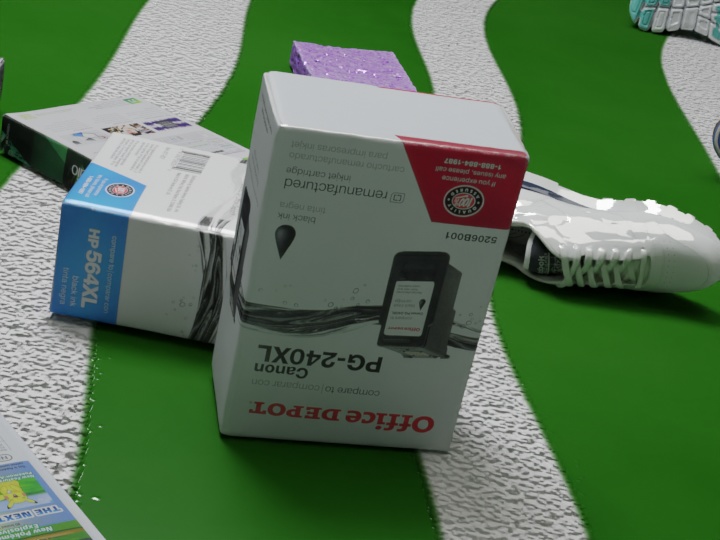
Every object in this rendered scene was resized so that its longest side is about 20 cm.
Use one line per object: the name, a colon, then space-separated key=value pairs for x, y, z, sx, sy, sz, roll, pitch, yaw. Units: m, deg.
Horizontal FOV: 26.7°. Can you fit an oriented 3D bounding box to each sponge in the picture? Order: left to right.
sponge: x=-0.003 y=-0.183 z=1.512 sx=0.111 sy=0.030 sz=0.200 roll=6 pitch=24 yaw=-14

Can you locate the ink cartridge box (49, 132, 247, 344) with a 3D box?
ink cartridge box: x=-0.090 y=-0.016 z=1.015 sx=0.199 sy=0.085 sz=0.146 roll=12 pitch=22 yaw=0

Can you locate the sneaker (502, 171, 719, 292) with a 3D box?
sneaker: x=0.181 y=-0.014 z=1.175 sx=0.199 sy=0.077 sz=0.081 roll=12 pitch=34 yaw=14

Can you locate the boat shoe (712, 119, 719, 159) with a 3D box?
boat shoe: x=0.433 y=-0.117 z=1.528 sx=0.199 sy=0.073 sz=0.072 roll=15 pitch=16 yaw=-18

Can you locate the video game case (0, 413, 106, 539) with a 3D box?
video game case: x=-0.238 y=0.119 z=0.718 sx=0.199 sy=0.022 sz=0.182 roll=-6 pitch=28 yaw=-37

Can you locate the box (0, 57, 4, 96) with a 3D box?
box: x=-0.400 y=-0.145 z=1.215 sx=0.199 sy=0.049 sz=0.159 roll=10 pitch=24 yaw=-3

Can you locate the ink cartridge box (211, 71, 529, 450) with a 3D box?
ink cartridge box: x=0.000 y=0.000 z=0.879 sx=0.144 sy=0.201 sz=0.084 roll=6 pitch=27 yaw=-13

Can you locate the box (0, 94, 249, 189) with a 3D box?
box: x=-0.168 y=-0.085 z=1.206 sx=0.199 sy=0.037 sz=0.144 roll=26 pitch=27 yaw=33

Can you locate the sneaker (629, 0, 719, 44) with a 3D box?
sneaker: x=0.466 y=-0.358 z=2.084 sx=0.199 sy=0.078 sz=0.091 roll=13 pitch=19 yaw=0
